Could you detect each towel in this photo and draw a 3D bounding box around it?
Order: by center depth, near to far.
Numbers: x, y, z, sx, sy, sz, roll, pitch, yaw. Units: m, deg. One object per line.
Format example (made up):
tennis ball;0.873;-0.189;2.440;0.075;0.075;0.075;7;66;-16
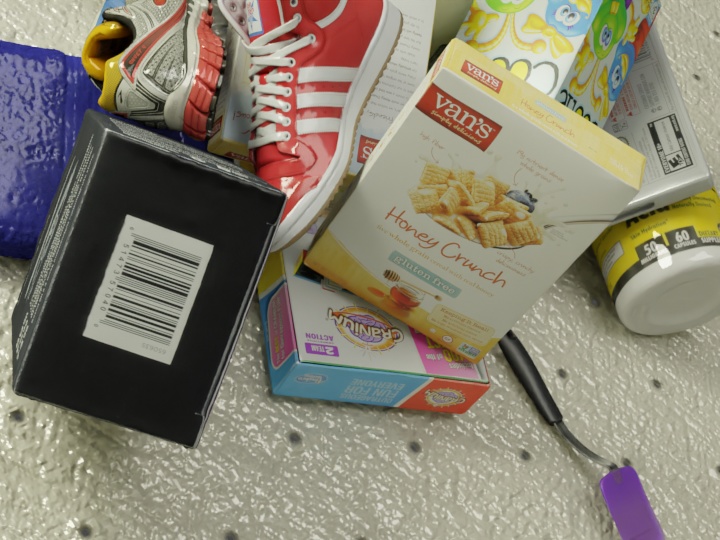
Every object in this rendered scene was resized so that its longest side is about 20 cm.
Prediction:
towel;-0.182;-0.072;0.983;0.199;0.049;0.149;7;73;-28

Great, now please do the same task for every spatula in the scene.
spatula;0.157;0.121;1.068;0.056;0.021;0.200;-12;59;-52

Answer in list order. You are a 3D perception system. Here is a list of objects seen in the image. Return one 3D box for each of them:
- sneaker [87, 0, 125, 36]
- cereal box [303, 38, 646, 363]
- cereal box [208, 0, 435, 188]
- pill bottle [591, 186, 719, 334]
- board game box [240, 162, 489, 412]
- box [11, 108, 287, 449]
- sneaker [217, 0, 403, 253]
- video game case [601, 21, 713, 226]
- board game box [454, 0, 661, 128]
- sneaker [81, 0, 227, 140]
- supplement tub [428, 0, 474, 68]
sneaker;-0.149;-0.209;1.077;0.076;0.111;0.201;18;48;-19
cereal box;0.068;-0.037;0.933;0.143;0.200;0.040;30;45;-7
cereal box;-0.022;-0.163;1.027;0.143;0.039;0.201;14;76;-22
pill bottle;0.235;-0.057;1.198;0.111;0.111;0.201;4;53;-30
board game box;0.000;0.000;1.043;0.152;0.040;0.201;9;51;-26
box;-0.128;-0.004;0.834;0.104;0.149;0.200;19;5;-15
sneaker;-0.051;-0.118;0.925;0.112;0.071;0.201;37;61;-33
video game case;0.170;-0.117;1.179;0.024;0.181;0.201;50;24;-53
board game box;0.139;-0.161;1.129;0.104;0.103;0.201;20;76;29
sneaker;-0.139;-0.155;0.948;0.082;0.078;0.200;8;27;-17
supplement tub;0.011;-0.232;1.172;0.199;0.145;0.145;-10;61;-37
